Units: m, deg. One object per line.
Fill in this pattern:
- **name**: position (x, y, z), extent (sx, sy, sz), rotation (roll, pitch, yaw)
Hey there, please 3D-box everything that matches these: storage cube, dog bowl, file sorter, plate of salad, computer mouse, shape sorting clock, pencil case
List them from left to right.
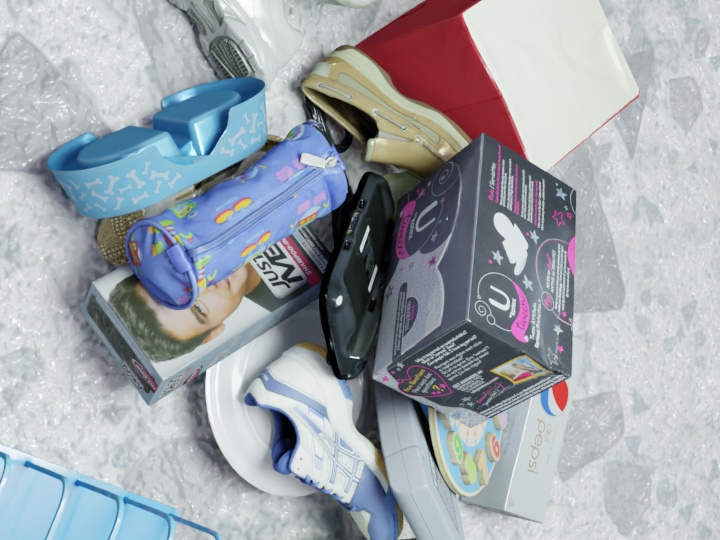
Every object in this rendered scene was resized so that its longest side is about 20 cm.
- **file sorter**: position (-0.228, 0.231, 0.835), extent (0.200, 0.123, 0.139), rotation (29, 73, -31)
- **dog bowl**: position (-0.162, -0.103, 0.903), extent (0.200, 0.111, 0.050), rotation (-31, 120, -31)
- **pencil case**: position (-0.092, -0.047, 0.875), extent (0.200, 0.087, 0.078), rotation (-37, 98, -35)
- **plate of salad**: position (-0.065, 0.106, 0.996), extent (0.200, 0.048, 0.201), rotation (6, 81, -42)
- **computer mouse**: position (-0.021, -0.081, 1.046), extent (0.058, 0.034, 0.201), rotation (-15, 90, -44)
- **shape sorting clock**: position (0.108, 0.116, 1.041), extent (0.200, 0.039, 0.201), rotation (19, 68, -60)
- **storage cube**: position (0.132, -0.196, 1.061), extent (0.200, 0.180, 0.171), rotation (-37, 109, -28)

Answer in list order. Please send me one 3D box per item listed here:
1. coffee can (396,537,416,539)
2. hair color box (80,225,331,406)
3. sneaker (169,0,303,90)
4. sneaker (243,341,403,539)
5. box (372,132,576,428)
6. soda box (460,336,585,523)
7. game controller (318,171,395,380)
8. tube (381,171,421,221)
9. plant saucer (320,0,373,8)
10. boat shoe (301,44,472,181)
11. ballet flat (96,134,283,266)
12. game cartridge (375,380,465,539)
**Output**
- **coffee can**: position (-0.022, 0.314, 0.958), extent (0.199, 0.146, 0.147), rotation (8, 84, -34)
- **hair color box**: position (-0.123, 0.017, 0.914), extent (0.200, 0.061, 0.099), rotation (-33, 80, -35)
- **sneaker**: position (-0.121, -0.262, 0.963), extent (0.099, 0.078, 0.200), rotation (-48, 121, -35)
- **sneaker**: position (-0.035, 0.166, 0.948), extent (0.088, 0.075, 0.201), rotation (-32, 101, -26)
- **box**: position (0.098, 0.008, 0.921), extent (0.114, 0.132, 0.201), rotation (29, 49, -23)
- **soda box**: position (0.174, 0.159, 1.144), extent (0.064, 0.068, 0.201), rotation (25, 75, -35)
- **game controller**: position (0.000, 0.000, 0.948), extent (0.200, 0.042, 0.105), rotation (-71, 147, -50)
- **tube**: position (0.058, 0.000, 1.078), extent (0.058, 0.052, 0.201), rotation (-14, 99, -22)
- **plant saucer**: position (-0.067, -0.311, 0.973), extent (0.200, 0.050, 0.201), rotation (42, 29, -30)
- **boat shoe**: position (0.029, -0.123, 1.007), extent (0.200, 0.072, 0.076), rotation (38, 58, 11)
- **ballet flat**: position (-0.138, -0.069, 0.940), extent (0.200, 0.065, 0.071), rotation (-38, 106, -29)
- **game cartridge**: position (0.054, 0.175, 0.995), extent (0.041, 0.200, 0.133), rotation (-25, 115, 9)
